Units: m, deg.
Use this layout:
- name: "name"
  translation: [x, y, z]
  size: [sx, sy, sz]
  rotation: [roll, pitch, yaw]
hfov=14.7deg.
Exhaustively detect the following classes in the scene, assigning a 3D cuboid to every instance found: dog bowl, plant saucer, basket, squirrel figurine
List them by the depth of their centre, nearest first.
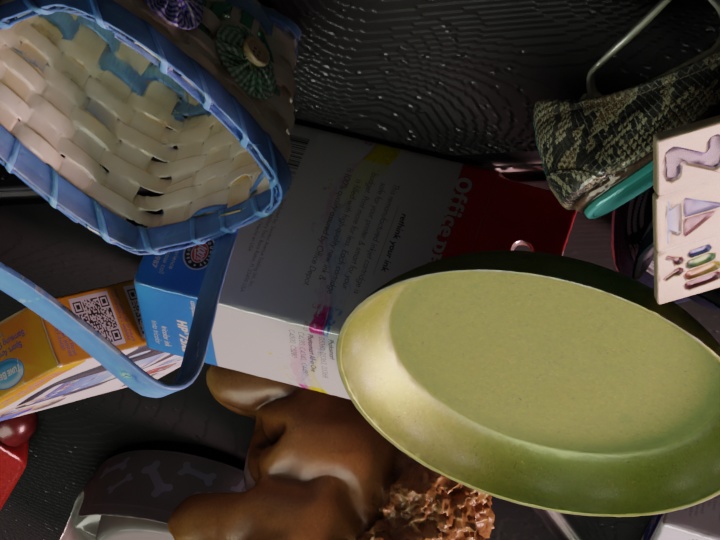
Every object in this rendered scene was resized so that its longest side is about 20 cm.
- name: "basket"
  translation: [-0.121, -0.064, 1.284]
  size: [0.176, 0.201, 0.139]
  rotation: [37, 146, -29]
- name: "plant saucer"
  translation: [0.088, 0.048, 1.289]
  size: [0.199, 0.031, 0.200]
  rotation: [12, 146, 8]
- name: "squirrel figurine"
  translation: [-0.019, 0.175, 1.621]
  size: [0.199, 0.187, 0.142]
  rotation: [9, 148, 18]
- name: "dog bowl"
  translation: [-0.099, 0.185, 1.807]
  size: [0.199, 0.059, 0.200]
  rotation: [16, 152, 9]

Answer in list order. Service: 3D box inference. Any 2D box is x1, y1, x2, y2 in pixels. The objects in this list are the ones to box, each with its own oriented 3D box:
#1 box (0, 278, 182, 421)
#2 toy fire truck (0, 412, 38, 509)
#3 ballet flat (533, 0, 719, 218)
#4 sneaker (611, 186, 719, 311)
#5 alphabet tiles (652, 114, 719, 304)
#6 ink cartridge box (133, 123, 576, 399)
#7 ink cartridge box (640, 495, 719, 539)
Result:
- name: "box"
  translation: [-0.130, 0.037, 1.486]
  size: [0.119, 0.042, 0.199]
  rotation: [-28, 169, 41]
- name: "toy fire truck"
  translation: [-0.297, 0.107, 1.770]
  size: [0.167, 0.113, 0.200]
  rotation: [-28, 134, 29]
- name: "ballet flat"
  translation: [0.162, -0.093, 1.182]
  size: [0.199, 0.076, 0.068]
  rotation: [-25, 171, 15]
- name: "sneaker"
  translation: [0.153, -0.009, 1.300]
  size: [0.070, 0.109, 0.200]
  rotation: [22, 150, -3]
- name: "alphabet tiles"
  translation: [0.217, -0.048, 1.177]
  size: [0.199, 0.006, 0.167]
  rotation: [-16, 137, -8]
- name: "ink cartridge box"
  translation: [0.000, 0.000, 1.400]
  size: [0.199, 0.117, 0.067]
  rotation: [14, 149, 11]
- name: "ink cartridge box"
  translation: [0.254, 0.205, 1.651]
  size: [0.199, 0.041, 0.200]
  rotation: [19, 150, 2]
